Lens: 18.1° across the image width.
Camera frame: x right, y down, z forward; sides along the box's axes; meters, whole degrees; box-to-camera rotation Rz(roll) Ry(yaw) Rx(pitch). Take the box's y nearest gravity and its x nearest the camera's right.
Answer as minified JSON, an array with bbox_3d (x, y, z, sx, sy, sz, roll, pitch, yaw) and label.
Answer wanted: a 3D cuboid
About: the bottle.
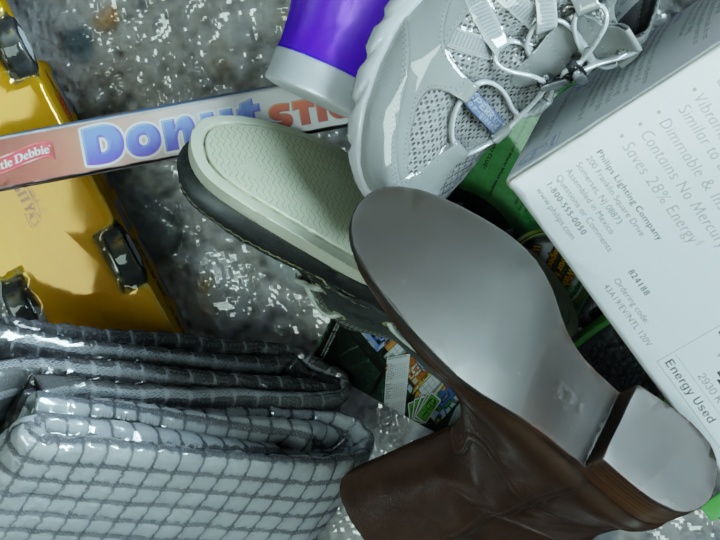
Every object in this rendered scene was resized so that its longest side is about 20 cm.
[{"bbox_3d":[0.022,-0.161,0.931,0.083,0.065,0.200,25,90,0],"label":"bottle"}]

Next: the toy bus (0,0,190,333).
[{"bbox_3d":[-0.150,-0.032,1.061,0.065,0.078,0.200,-27,98,2],"label":"toy bus"}]

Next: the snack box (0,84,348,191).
[{"bbox_3d":[-0.074,-0.062,0.987,0.199,0.072,0.024,-11,95,-5],"label":"snack box"}]

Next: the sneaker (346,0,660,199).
[{"bbox_3d":[0.071,-0.099,0.892,0.082,0.075,0.200,39,94,36],"label":"sneaker"}]

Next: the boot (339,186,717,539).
[{"bbox_3d":[0.029,0.066,0.950,0.186,0.064,0.200,44,149,-5],"label":"boot"}]

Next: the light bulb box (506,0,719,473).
[{"bbox_3d":[0.201,-0.029,0.905,0.200,0.125,0.198,-33,101,23],"label":"light bulb box"}]

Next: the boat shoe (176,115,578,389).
[{"bbox_3d":[0.000,0.000,0.967,0.200,0.072,0.068,27,128,-30],"label":"boat shoe"}]

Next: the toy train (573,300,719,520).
[{"bbox_3d":[0.166,0.092,1.009,0.042,0.056,0.200,-40,91,26],"label":"toy train"}]

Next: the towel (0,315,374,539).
[{"bbox_3d":[-0.115,0.104,1.038,0.166,0.200,0.086,-54,44,34],"label":"towel"}]

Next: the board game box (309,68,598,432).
[{"bbox_3d":[0.062,-0.017,1.028,0.105,0.023,0.200,31,115,9],"label":"board game box"}]
